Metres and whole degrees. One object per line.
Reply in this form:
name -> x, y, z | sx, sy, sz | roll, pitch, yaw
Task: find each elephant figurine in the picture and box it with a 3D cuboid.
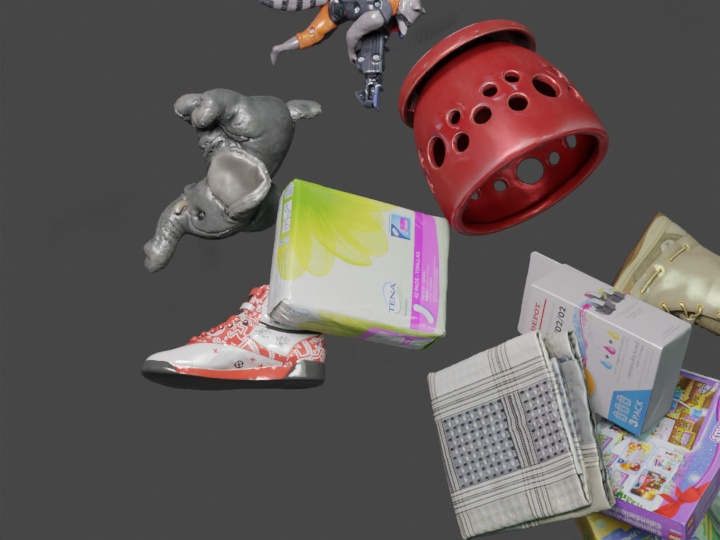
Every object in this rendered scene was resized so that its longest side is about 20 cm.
elephant figurine -> -0.147, -0.096, 1.308 | 0.141, 0.155, 0.200 | 9, 79, -46

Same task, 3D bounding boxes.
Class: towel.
towel -> 0.160, 0.173, 1.205 | 0.035, 0.200, 0.193 | 9, 64, -47

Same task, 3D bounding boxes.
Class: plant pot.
plant pot -> 0.149, -0.164, 1.299 | 0.200, 0.200, 0.183 | -26, 68, -11

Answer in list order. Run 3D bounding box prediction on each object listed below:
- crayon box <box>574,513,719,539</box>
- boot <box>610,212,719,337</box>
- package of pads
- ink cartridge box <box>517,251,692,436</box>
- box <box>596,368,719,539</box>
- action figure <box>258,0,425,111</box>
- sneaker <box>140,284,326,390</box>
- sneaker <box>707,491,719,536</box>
crayon box -> 0.302, 0.269, 1.238 | 0.126, 0.052, 0.200 | -21, 74, -10
boot -> 0.356, 0.048, 1.301 | 0.155, 0.073, 0.200 | 31, 65, 10
package of pads -> 0.000, 0.000, 1.269 | 0.200, 0.068, 0.155 | 14, 65, -20
ink cartridge box -> 0.238, 0.073, 1.223 | 0.200, 0.115, 0.068 | 28, 38, 34
box -> 0.320, 0.185, 1.210 | 0.137, 0.039, 0.200 | 18, 47, 35
action figure -> -0.018, -0.295, 1.381 | 0.193, 0.105, 0.200 | -7, 70, 5
sneaker -> -0.139, 0.073, 1.271 | 0.201, 0.067, 0.108 | 1, 71, -6
sneaker -> 0.443, 0.276, 1.209 | 0.076, 0.115, 0.201 | -37, 77, -13
